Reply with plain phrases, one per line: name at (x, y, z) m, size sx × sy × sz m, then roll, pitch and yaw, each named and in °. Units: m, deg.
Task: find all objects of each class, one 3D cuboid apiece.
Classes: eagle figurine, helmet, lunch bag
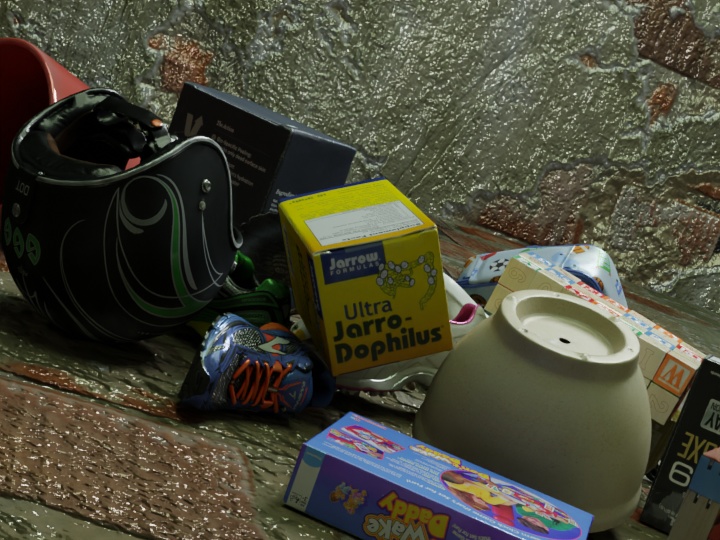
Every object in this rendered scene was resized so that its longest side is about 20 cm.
eagle figurine at (-0.032, 0.023, 1.422) m, size 0.150 × 0.153 × 0.200 m, roll -10°, pitch 30°, yaw -33°
helmet at (-0.197, -0.035, 1.159) m, size 0.198 × 0.192 × 0.201 m, roll -3°, pitch 36°, yaw 2°
lunch bag at (0.207, 0.055, 1.563) m, size 0.198 × 0.161 × 0.076 m, roll -3°, pitch 32°, yaw 32°

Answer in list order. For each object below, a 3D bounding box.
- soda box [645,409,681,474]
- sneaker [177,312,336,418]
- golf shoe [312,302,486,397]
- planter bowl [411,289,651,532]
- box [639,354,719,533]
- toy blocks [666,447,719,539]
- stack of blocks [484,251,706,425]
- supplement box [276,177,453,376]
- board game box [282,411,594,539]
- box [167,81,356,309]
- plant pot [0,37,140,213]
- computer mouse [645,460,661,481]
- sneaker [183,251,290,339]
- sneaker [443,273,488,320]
soda box at (0.209, 0.116, 1.349) m, size 0.199 × 0.064 × 0.068 m, roll 33°, pitch 13°, yaw 19°
sneaker at (-0.076, 0.081, 1.118) m, size 0.078 × 0.076 × 0.200 m, roll 27°, pitch 12°, yaw 20°
golf shoe at (0.034, 0.070, 1.290) m, size 0.198 × 0.093 × 0.075 m, roll 1°, pitch 3°, yaw -25°
planter bowl at (0.155, 0.101, 1.150) m, size 0.198 × 0.136 × 0.201 m, roll 13°, pitch 25°, yaw -6°
box at (0.364, 0.184, 1.216) m, size 0.199 × 0.159 × 0.050 m, roll 24°, pitch 9°, yaw 19°
toy blocks at (0.284, 0.207, 0.944) m, size 0.199 × 0.138 × 0.100 m, roll 25°, pitch 9°, yaw 27°
stack of blocks at (0.219, 0.059, 1.306) m, size 0.199 × 0.059 × 0.115 m, roll 32°, pitch 13°, yaw 16°
supplement box at (0.000, 0.000, 1.225) m, size 0.108 × 0.111 × 0.200 m, roll -12°, pitch 17°, yaw -8°
board game box at (0.059, 0.167, 0.977) m, size 0.198 × 0.045 × 0.134 m, roll 22°, pitch 8°, yaw 12°
box at (-0.135, -0.085, 1.592) m, size 0.196 × 0.202 × 0.117 m, roll 28°, pitch 11°, yaw 41°
plant pot at (-0.321, -0.113, 1.435) m, size 0.200 × 0.202 × 0.177 m, roll 27°, pitch 1°, yaw 39°
computer mouse at (0.252, 0.148, 1.470) m, size 0.044 × 0.111 × 0.199 m, roll -16°, pitch 14°, yaw -28°
sneaker at (-0.140, 0.013, 1.294) m, size 0.199 × 0.086 × 0.078 m, roll 24°, pitch 9°, yaw 28°
sneaker at (0.083, 0.063, 1.454) m, size 0.200 × 0.085 × 0.073 m, roll 41°, pitch -18°, yaw 11°
